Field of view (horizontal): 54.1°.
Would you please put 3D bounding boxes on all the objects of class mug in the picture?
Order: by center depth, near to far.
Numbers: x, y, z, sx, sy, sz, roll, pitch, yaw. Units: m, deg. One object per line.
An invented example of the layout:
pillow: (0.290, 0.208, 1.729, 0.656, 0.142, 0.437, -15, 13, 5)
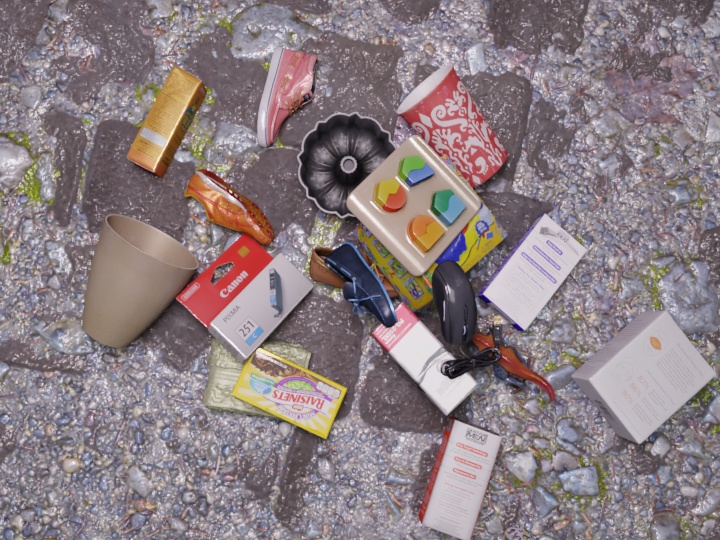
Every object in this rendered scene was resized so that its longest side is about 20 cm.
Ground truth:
mug: (0.193, -0.281, 1.343, 0.201, 0.133, 0.178, 48, 66, -16)

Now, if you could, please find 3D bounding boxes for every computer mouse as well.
computer mouse: (0.196, 0.080, 1.223, 0.138, 0.046, 0.205, -8, 93, -28)

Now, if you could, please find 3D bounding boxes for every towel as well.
towel: (-0.198, 0.205, 1.351, 0.195, 0.036, 0.152, 8, 84, -1)

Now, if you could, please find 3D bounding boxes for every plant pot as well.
plant pot: (-0.426, 0.032, 1.300, 0.185, 0.187, 0.202, 32, 99, 1)

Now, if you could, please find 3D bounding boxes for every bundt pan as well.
bundt pan: (-0.024, -0.197, 1.368, 0.197, 0.076, 0.207, 0, 86, -3)

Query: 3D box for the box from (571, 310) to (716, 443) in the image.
box: (0.534, 0.198, 1.341, 0.199, 0.106, 0.153, -39, 87, -4)

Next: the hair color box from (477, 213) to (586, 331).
hair color box: (0.332, 0.004, 1.372, 0.109, 0.065, 0.201, 39, 87, 2)

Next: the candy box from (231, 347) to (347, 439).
candy box: (-0.133, 0.227, 1.323, 0.197, 0.026, 0.104, 25, 84, -4)

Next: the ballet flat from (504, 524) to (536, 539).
ballet flat: (0.332, 0.579, 1.324, 0.071, 0.072, 0.204, -22, 86, -4)

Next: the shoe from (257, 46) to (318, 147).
shoe: (-0.140, -0.334, 1.377, 0.089, 0.072, 0.205, 10, 81, 5)

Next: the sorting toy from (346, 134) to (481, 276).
sorting toy: (0.099, -0.120, 1.232, 0.185, 0.036, 0.200, 45, 65, -1)

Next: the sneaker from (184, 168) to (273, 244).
sneaker: (-0.251, -0.112, 1.368, 0.199, 0.073, 0.078, 39, 107, 5)

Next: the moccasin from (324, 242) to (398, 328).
moccasin: (-0.001, 0.036, 1.253, 0.067, 0.081, 0.201, -26, 46, -12)

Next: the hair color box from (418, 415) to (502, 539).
hair color box: (0.188, 0.392, 1.337, 0.100, 0.061, 0.204, 19, 86, 0)

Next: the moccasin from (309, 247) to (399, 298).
moccasin: (0.000, -0.001, 1.350, 0.197, 0.079, 0.074, 19, 47, 5)

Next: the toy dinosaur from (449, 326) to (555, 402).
toy dinosaur: (0.260, 0.141, 1.322, 0.181, 0.198, 0.106, 45, 67, -29)

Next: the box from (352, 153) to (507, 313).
box: (0.128, -0.068, 1.313, 0.199, 0.122, 0.194, -38, 87, -25)

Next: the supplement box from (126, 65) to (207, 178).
supplement box: (-0.373, -0.286, 1.369, 0.068, 0.067, 0.203, 24, 86, 0)

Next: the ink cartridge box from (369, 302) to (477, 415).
ink cartridge box: (0.113, 0.162, 1.310, 0.084, 0.145, 0.200, -43, 88, -4)

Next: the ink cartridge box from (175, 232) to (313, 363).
ink cartridge box: (-0.214, 0.040, 1.323, 0.176, 0.045, 0.200, 43, 62, 0)
